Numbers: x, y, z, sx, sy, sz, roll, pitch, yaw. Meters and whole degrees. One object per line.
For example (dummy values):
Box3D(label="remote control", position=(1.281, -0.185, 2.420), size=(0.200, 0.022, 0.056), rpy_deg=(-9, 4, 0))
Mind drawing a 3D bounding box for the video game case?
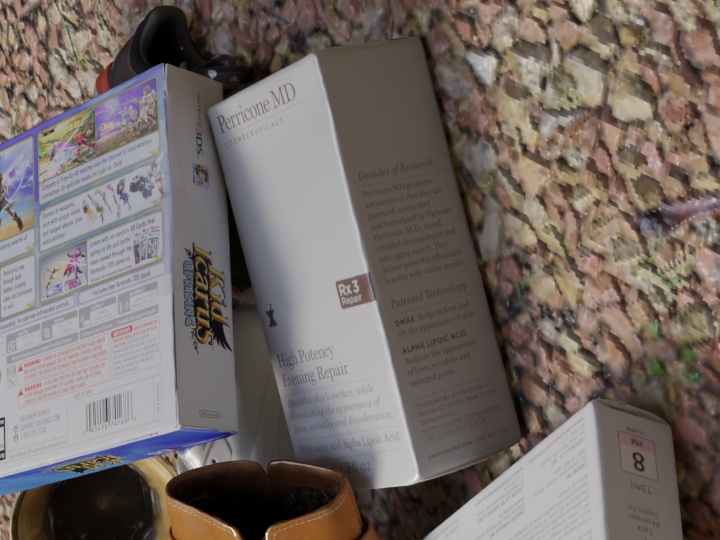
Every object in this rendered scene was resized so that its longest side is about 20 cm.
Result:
Box3D(label="video game case", position=(-0.147, 0.012, 0.824), size=(0.199, 0.045, 0.183), rpy_deg=(-18, 70, 40))

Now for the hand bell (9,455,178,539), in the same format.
Box3D(label="hand bell", position=(-0.161, 0.126, 0.976), size=(0.200, 0.103, 0.105), rpy_deg=(-134, 38, -75))

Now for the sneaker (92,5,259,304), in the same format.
Box3D(label="sneaker", position=(-0.080, -0.067, 0.846), size=(0.200, 0.077, 0.082), rpy_deg=(52, 129, 27))

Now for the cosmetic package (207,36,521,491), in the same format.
Box3D(label="cosmetic package", position=(0.000, 0.000, 0.762), size=(0.101, 0.074, 0.202), rpy_deg=(-18, 88, 52))

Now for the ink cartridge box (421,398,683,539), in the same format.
Box3D(label="ink cartridge box", position=(0.075, 0.178, 0.662), size=(0.163, 0.057, 0.202), rpy_deg=(-48, 35, 47))

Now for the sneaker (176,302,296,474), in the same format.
Box3D(label="sneaker", position=(-0.059, 0.116, 0.861), size=(0.074, 0.087, 0.202), rpy_deg=(-14, 91, 51))

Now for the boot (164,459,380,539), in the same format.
Box3D(label="boot", position=(-0.074, 0.167, 0.778), size=(0.198, 0.077, 0.156), rpy_deg=(-6, 130, 16))
